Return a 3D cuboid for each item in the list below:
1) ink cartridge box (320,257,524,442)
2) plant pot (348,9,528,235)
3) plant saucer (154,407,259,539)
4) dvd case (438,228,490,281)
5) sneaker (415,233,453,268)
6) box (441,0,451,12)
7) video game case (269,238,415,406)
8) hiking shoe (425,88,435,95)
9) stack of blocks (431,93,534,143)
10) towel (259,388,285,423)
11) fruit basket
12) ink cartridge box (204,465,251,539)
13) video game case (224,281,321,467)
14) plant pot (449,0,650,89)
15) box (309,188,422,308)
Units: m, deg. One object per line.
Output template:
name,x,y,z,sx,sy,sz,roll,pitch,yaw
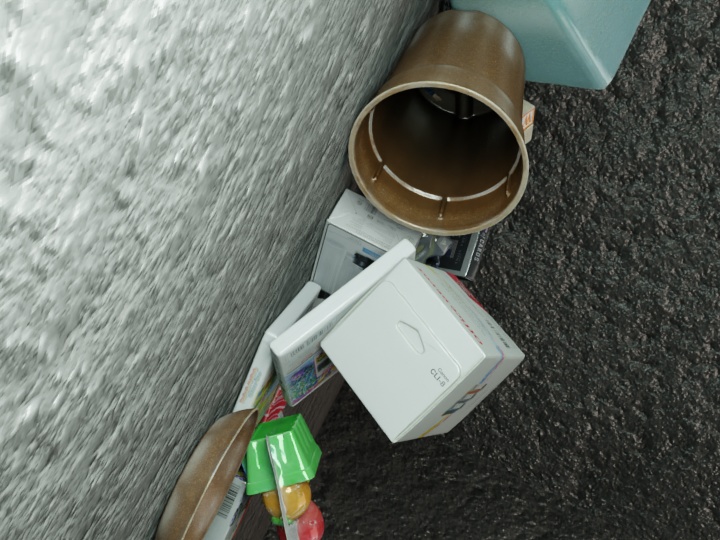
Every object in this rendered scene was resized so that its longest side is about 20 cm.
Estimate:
ink cartridge box,0.076,0.093,1.067,0.145,0.146,0.199,-44,160,12
plant pot,0.104,-0.181,1.050,0.202,0.197,0.200,112,-2,-46
plant saucer,-0.168,0.231,0.973,0.200,0.036,0.203,26,89,-87
dvd case,0.124,-0.070,1.412,0.199,0.024,0.153,11,-99,55
sneaker,0.061,-0.009,1.250,0.074,0.080,0.200,-57,180,-27
box,0.168,-0.434,1.251,0.200,0.047,0.196,57,55,-84
video game case,-0.017,0.066,1.085,0.199,0.024,0.183,-38,160,-16
hiking shoe,0.112,-0.260,1.278,0.200,0.085,0.075,95,20,-79
stack of blocks,0.119,-0.168,1.196,0.199,0.115,0.059,-38,149,-23
towel,-0.110,0.166,1.434,0.145,0.022,0.203,50,65,-85
fruit basket,-0.092,0.293,1.157,0.185,0.092,0.204,-64,147,-86
ink cartridge box,-0.173,0.306,1.233,0.200,0.050,0.111,28,86,-85
video game case,-0.113,0.123,1.138,0.200,0.023,0.185,-56,170,-71
plant pot,0.212,-0.362,1.082,0.199,0.194,0.199,37,78,-42
box,0.000,0.000,1.196,0.061,0.115,0.201,-60,175,-36
